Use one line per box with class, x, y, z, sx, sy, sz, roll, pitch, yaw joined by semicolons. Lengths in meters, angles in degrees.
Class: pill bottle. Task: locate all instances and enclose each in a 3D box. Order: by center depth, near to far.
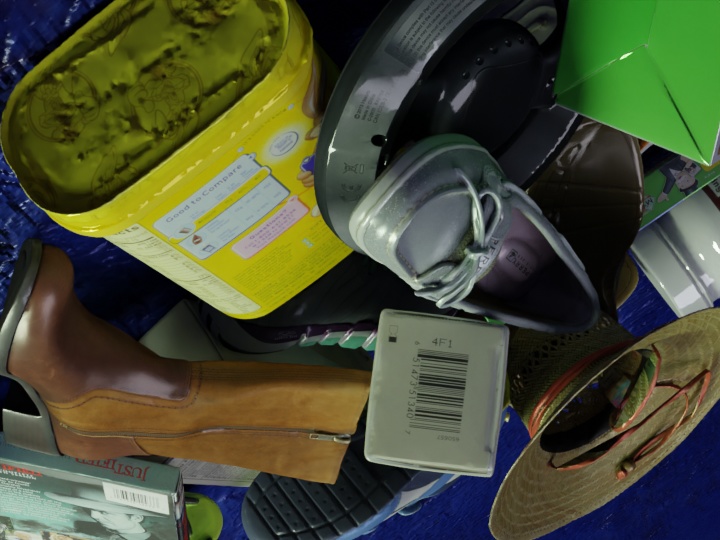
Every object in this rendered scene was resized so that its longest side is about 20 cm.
pill bottle;0.302;-0.049;1.191;0.200;0.113;0.113;-36;154;5

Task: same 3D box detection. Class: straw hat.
straw hat;0.126;0.063;0.924;0.201;0.085;0.201;-30;150;-19

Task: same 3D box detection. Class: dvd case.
dvd case;-0.179;0.161;1.017;0.146;0.022;0.200;11;150;4

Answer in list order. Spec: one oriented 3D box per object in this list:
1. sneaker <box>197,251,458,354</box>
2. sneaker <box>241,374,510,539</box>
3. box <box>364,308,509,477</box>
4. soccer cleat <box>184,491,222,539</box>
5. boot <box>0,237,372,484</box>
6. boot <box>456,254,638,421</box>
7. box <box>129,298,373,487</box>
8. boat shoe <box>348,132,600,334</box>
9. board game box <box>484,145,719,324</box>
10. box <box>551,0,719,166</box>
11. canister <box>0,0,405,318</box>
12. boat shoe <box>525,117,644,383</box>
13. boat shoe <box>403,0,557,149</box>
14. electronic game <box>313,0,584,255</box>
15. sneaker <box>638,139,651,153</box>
sneaker;0.000;0.000;0.987;0.200;0.074;0.088;-9;140;-39
sneaker;0.016;0.131;1.050;0.200;0.074;0.082;-29;155;-12
box;0.042;0.072;0.891;0.068;0.082;0.200;7;175;3
soccer cleat;-0.196;0.218;1.172;0.200;0.065;0.084;-28;-176;-20
boot;-0.093;0.059;0.863;0.200;0.069;0.188;8;138;-3
boot;0.116;0.063;1.225;0.200;0.072;0.155;-31;158;-16
box;-0.067;0.086;1.048;0.095;0.078;0.200;-42;153;17
boat shoe;0.063;-0.011;0.789;0.074;0.065;0.202;-51;151;6
board game box;0.159;-0.034;1.085;0.200;0.029;0.135;-34;-175;3
box;0.190;-0.178;0.764;0.176;0.097;0.200;-26;134;-44
canister;-0.065;-0.058;0.796;0.148;0.087;0.200;-38;155;5
boat shoe;0.131;-0.022;0.960;0.073;0.063;0.201;-3;128;5
boat shoe;0.094;-0.119;0.891;0.200;0.066;0.072;-33;153;-1
electronic game;0.056;-0.090;0.795;0.200;0.042;0.200;-34;149;-24
sneaker;0.149;-0.090;1.006;0.092;0.076;0.200;-25;168;-41
